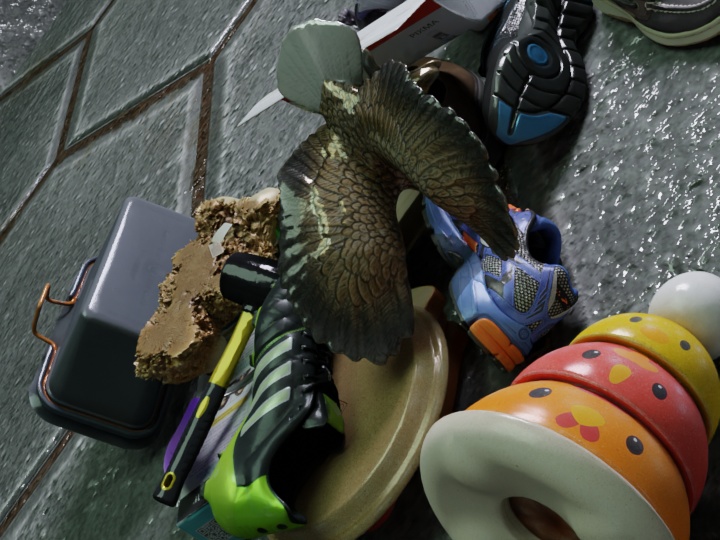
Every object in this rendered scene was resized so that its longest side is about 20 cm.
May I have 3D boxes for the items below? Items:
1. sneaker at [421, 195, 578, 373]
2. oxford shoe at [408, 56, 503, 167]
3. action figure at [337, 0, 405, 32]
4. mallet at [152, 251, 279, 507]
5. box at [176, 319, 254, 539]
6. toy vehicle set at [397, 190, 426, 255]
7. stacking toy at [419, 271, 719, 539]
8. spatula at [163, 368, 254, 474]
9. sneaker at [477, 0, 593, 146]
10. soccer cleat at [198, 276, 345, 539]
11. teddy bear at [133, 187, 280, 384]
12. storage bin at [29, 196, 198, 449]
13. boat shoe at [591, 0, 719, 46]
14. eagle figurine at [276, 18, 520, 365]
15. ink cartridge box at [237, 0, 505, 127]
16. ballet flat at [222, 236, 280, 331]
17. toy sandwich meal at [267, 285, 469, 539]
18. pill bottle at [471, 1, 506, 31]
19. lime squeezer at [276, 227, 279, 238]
[{"bbox_3d":[0.099,-0.013,0.921,0.078,0.075,0.201,-31,36,12],"label":"sneaker"},{"bbox_3d":[0.057,-0.144,1.124,0.073,0.084,0.200,-49,24,12],"label":"oxford shoe"},{"bbox_3d":[0.006,-0.209,1.220,0.201,0.069,0.131,90,175,-47],"label":"action figure"},{"bbox_3d":[-0.111,0.076,1.012,0.066,0.041,0.201,24,74,26],"label":"mallet"},{"bbox_3d":[-0.092,0.119,1.082,0.082,0.049,0.201,-38,29,28],"label":"box"},{"bbox_3d":[0.000,0.000,1.026,0.201,0.026,0.124,-54,-10,-3],"label":"toy vehicle set"},{"bbox_3d":[0.136,0.070,0.705,0.146,0.146,0.200,-13,30,53],"label":"stacking toy"},{"bbox_3d":[-0.087,0.078,1.043,0.200,0.021,0.056,-48,26,-7],"label":"spatula"},{"bbox_3d":[0.128,-0.154,1.046,0.082,0.073,0.201,-42,18,44],"label":"sneaker"},{"bbox_3d":[-0.040,0.081,0.889,0.081,0.068,0.201,-7,54,34],"label":"soccer cleat"},{"bbox_3d":[-0.116,0.012,1.127,0.144,0.067,0.201,-18,42,25],"label":"teddy bear"},{"bbox_3d":[-0.218,0.033,1.243,0.201,0.145,0.135,-79,13,-45],"label":"storage bin"},{"bbox_3d":[0.208,-0.214,0.976,0.072,0.065,0.200,-49,27,4],"label":"boat shoe"},{"bbox_3d":[0.020,-0.063,0.875,0.150,0.153,0.201,-2,38,2],"label":"eagle figurine"},{"bbox_3d":[0.013,-0.162,1.044,0.159,0.047,0.200,-26,14,32],"label":"ink cartridge box"},{"bbox_3d":[-0.078,0.021,1.188,0.200,0.069,0.063,-40,0,20],"label":"ballet flat"},{"bbox_3d":[0.006,0.109,0.917,0.205,0.070,0.206,-39,32,30],"label":"toy sandwich meal"},{"bbox_3d":[0.126,-0.320,1.196,0.200,0.109,0.110,-51,26,4],"label":"pill bottle"},{"bbox_3d":[-0.059,-0.054,1.275,0.070,0.038,0.200,-24,22,-11],"label":"lime squeezer"}]
